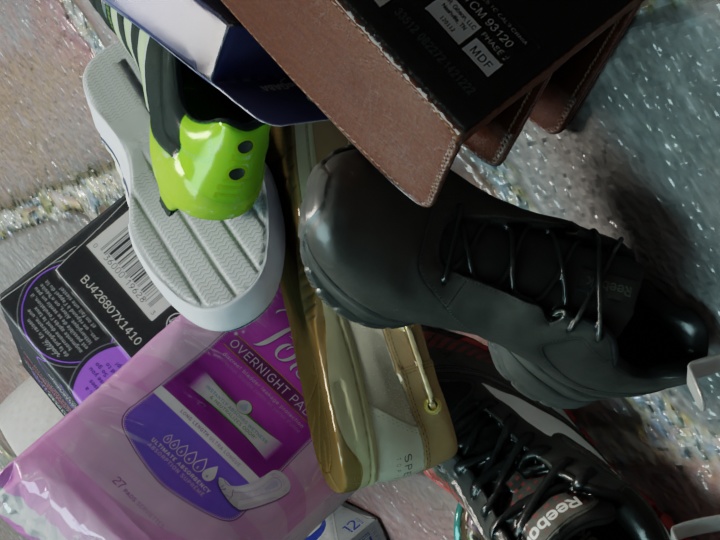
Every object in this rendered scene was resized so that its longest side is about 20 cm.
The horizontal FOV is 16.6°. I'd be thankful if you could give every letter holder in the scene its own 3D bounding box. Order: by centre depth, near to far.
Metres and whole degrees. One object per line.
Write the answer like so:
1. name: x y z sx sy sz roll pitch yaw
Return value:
1. letter holder: -0.005 -0.124 0.957 0.200 0.100 0.142 48 159 10

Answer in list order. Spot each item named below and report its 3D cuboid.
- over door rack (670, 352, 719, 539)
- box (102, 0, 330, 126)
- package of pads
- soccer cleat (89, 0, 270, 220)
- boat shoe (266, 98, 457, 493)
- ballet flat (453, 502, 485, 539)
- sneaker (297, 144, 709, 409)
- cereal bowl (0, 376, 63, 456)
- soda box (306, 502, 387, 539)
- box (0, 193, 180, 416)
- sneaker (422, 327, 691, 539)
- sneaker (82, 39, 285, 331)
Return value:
1. over door rack: 0.206 0.133 0.992 0.200 0.066 0.148 54 162 33
2. box: -0.060 -0.125 1.039 0.200 0.121 0.033 38 120 31
3. package of pads: -0.069 0.088 1.198 0.120 0.200 0.076 43 150 10
4. soccer cleat: -0.079 -0.114 1.111 0.081 0.067 0.201 -61 40 46
5. boat shoe: 0.000 0.000 1.128 0.074 0.066 0.202 130 132 -72
6. ballet flat: 0.100 0.173 1.250 0.071 0.069 0.201 16 146 27
7. sneaker: 0.062 0.000 0.987 0.199 0.077 0.090 22 165 -38
8. cereal bowl: -0.133 0.130 1.552 0.200 0.083 0.200 47 -178 -2
9. soda box: 0.003 0.235 1.509 0.063 0.068 0.201 21 143 51
10. box: -0.119 0.047 1.373 0.122 0.106 0.200 49 169 7
11. sneaker: 0.079 0.098 1.129 0.200 0.071 0.098 45 -176 13
12. sneaker: -0.074 -0.035 1.169 0.071 0.073 0.201 59 -176 -44
